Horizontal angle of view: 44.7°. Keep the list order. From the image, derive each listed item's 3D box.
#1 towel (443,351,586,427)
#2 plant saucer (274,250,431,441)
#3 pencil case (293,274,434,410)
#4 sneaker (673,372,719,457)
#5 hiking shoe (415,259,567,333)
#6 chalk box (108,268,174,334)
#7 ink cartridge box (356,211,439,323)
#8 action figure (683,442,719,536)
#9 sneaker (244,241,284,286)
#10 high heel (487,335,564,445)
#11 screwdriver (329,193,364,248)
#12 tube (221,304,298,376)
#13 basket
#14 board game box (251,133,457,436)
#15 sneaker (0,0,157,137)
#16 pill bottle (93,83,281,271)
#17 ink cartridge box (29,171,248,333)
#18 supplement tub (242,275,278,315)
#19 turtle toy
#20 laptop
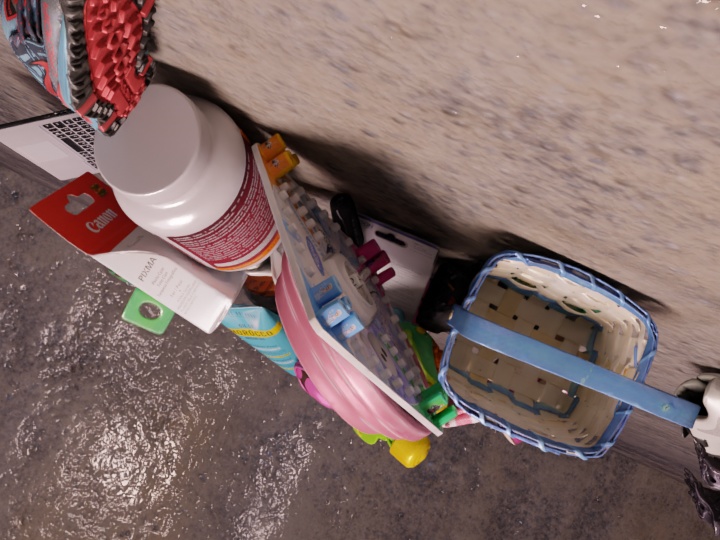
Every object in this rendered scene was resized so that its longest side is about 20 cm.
[{"bbox_3d":[0.185,0.132,0.964,0.197,0.030,0.146,-15,-178,14],"label":"towel"},{"bbox_3d":[-0.009,0.058,0.736,0.202,0.050,0.201,54,-167,-18],"label":"plant saucer"},{"bbox_3d":[0.020,0.085,1.032,0.094,0.199,0.091,42,159,22],"label":"pencil case"},{"bbox_3d":[0.351,0.138,0.869,0.087,0.075,0.200,27,166,14],"label":"sneaker"},{"bbox_3d":[0.124,0.043,0.878,0.100,0.077,0.200,29,172,-12],"label":"hiking shoe"},{"bbox_3d":[-0.242,-0.017,1.144,0.123,0.203,0.123,27,172,-29],"label":"chalk box"},{"bbox_3d":[0.019,0.010,0.909,0.098,0.040,0.201,24,140,5],"label":"ink cartridge box"},{"bbox_3d":[0.353,0.132,0.669,0.196,0.103,0.120,-14,135,3],"label":"action figure"},{"bbox_3d":[-0.103,-0.037,0.870,0.199,0.088,0.076,29,149,53],"label":"sneaker"},{"bbox_3d":[0.171,0.100,0.834,0.068,0.095,0.200,58,-164,2],"label":"high heel"},{"bbox_3d":[0.000,0.000,0.870,0.027,0.029,0.201,8,144,20],"label":"screwdriver"},{"bbox_3d":[-0.103,0.070,0.988,0.076,0.051,0.200,-4,158,19],"label":"tube"},{"bbox_3d":[0.143,0.064,0.676,0.174,0.141,0.200,23,-176,-6],"label":"basket"},{"bbox_3d":[-0.002,0.011,0.699,0.200,0.026,0.202,45,-163,-46],"label":"board game box"},{"bbox_3d":[-0.183,-0.141,0.532,0.095,0.080,0.200,31,168,-8],"label":"sneaker"},{"bbox_3d":[-0.134,-0.074,0.725,0.111,0.115,0.200,22,173,15],"label":"pill bottle"},{"bbox_3d":[-0.200,-0.037,0.857,0.199,0.047,0.160,36,-163,-9],"label":"ink cartridge box"},{"bbox_3d":[-0.066,0.004,1.037,0.121,0.124,0.200,20,172,26],"label":"supplement tub"},{"bbox_3d":[0.035,0.119,0.906,0.145,0.101,0.202,39,145,21],"label":"turtle toy"},{"bbox_3d":[-0.277,-0.098,0.982,0.196,0.118,0.187,-11,169,3],"label":"laptop"}]
